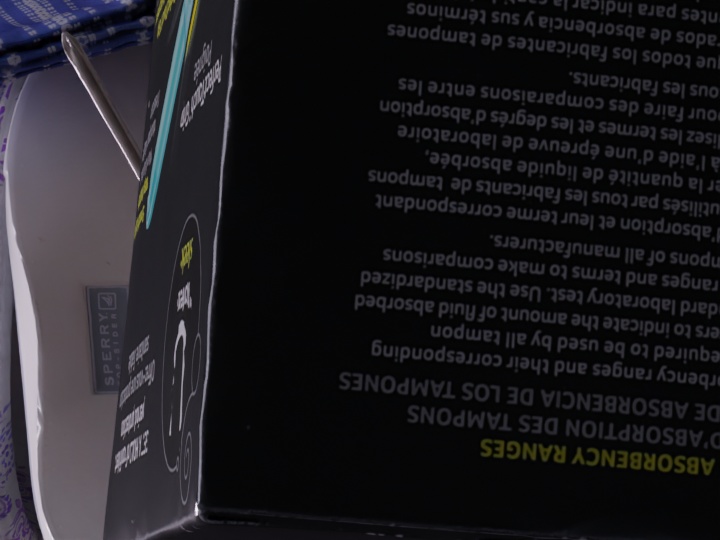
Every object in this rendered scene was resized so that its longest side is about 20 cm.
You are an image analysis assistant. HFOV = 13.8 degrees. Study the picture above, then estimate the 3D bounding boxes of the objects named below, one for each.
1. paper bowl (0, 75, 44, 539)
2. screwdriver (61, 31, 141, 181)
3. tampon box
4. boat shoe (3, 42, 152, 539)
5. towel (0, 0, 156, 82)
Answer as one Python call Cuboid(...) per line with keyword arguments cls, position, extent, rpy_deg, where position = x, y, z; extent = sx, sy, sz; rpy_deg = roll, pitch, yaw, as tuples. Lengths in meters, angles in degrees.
Cuboid(cls="paper bowl", position=(-0.149, 0.003, 1.053), extent=(0.201, 0.104, 0.201), rpy_deg=(6, -90, -82))
Cuboid(cls="screwdriver", position=(-0.035, 0.015, 0.884), extent=(0.200, 0.029, 0.028), rpy_deg=(65, 165, -7))
Cuboid(cls="tampon box", position=(0.028, -0.041, 0.560), extent=(0.150, 0.126, 0.200), rpy_deg=(142, 133, -77))
Cuboid(cls="boat shoe", position=(-0.076, 0.015, 0.950), extent=(0.069, 0.072, 0.200), rpy_deg=(113, 151, -63))
Cuboid(cls="towel", position=(-0.077, -0.102, 0.975), extent=(0.145, 0.200, 0.024), rpy_deg=(-138, 34, -65))
